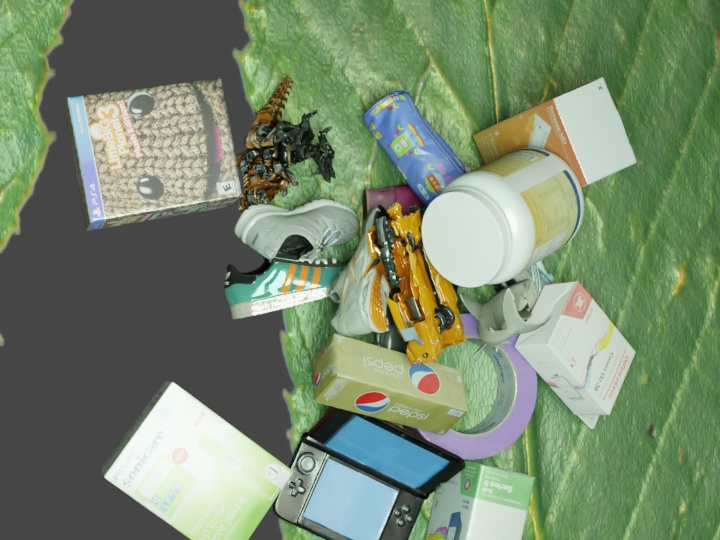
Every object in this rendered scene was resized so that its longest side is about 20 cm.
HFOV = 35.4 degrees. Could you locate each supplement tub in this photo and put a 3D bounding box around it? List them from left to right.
[{"bbox_3d":[0.183,-0.068,1.450,0.199,0.144,0.146,-26,94,-46],"label":"supplement tub"}]

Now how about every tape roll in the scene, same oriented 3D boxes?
[{"bbox_3d":[0.146,0.162,1.586,0.198,0.066,0.203,1,86,-17],"label":"tape roll"}]

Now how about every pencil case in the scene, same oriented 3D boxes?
[{"bbox_3d":[0.088,-0.158,1.558,0.201,0.087,0.078,54,36,9],"label":"pencil case"}]

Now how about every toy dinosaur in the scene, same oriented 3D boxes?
[{"bbox_3d":[-0.114,-0.164,1.512,0.134,0.102,0.202,0,92,26],"label":"toy dinosaur"}]

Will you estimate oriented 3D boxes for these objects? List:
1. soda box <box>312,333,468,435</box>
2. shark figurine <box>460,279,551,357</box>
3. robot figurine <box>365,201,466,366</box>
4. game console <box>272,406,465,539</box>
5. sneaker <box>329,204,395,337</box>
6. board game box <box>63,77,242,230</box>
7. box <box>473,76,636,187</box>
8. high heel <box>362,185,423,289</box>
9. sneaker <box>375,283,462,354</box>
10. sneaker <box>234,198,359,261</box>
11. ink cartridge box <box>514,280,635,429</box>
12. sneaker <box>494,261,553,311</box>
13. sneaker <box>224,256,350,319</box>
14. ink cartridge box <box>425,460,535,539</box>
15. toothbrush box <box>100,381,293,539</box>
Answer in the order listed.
[{"bbox_3d":[0.038,0.148,1.457,0.198,0.064,0.068,18,44,-25],"label":"soda box"},{"bbox_3d":[0.170,0.058,1.485,0.128,0.215,0.090,-44,93,10],"label":"shark figurine"},{"bbox_3d":[0.067,0.012,1.438,0.145,0.058,0.202,-23,93,-59],"label":"robot figurine"},{"bbox_3d":[0.010,0.290,1.506,0.199,0.119,0.174,27,78,-13],"label":"game console"},{"bbox_3d":[0.000,0.000,1.484,0.076,0.091,0.201,45,39,-36],"label":"sneaker"},{"bbox_3d":[-0.270,-0.151,1.463,0.198,0.097,0.161,-12,89,-18],"label":"board game box"},{"bbox_3d":[0.266,-0.170,1.571,0.097,0.200,0.125,-25,93,-28],"label":"box"},{"bbox_3d":[0.056,-0.020,1.570,0.095,0.067,0.202,-1,86,-13],"label":"high heel"},{"bbox_3d":[0.086,0.052,1.525,0.090,0.076,0.201,17,68,25],"label":"sneaker"},{"bbox_3d":[-0.073,-0.040,1.496,0.199,0.075,0.082,-8,49,-43],"label":"sneaker"},{"bbox_3d":[0.319,0.124,1.605,0.200,0.067,0.117,46,59,-26],"label":"ink cartridge box"},{"bbox_3d":[0.211,-0.041,1.627,0.086,0.077,0.201,-34,103,-29],"label":"sneaker"},{"bbox_3d":[-0.087,0.004,1.522,0.198,0.071,0.081,-15,93,-17],"label":"sneaker"},{"bbox_3d":[0.152,0.364,1.530,0.087,0.145,0.202,14,82,-15],"label":"ink cartridge box"},{"bbox_3d":[-0.212,0.260,1.457,0.199,0.086,0.146,39,76,-10],"label":"toothbrush box"}]
